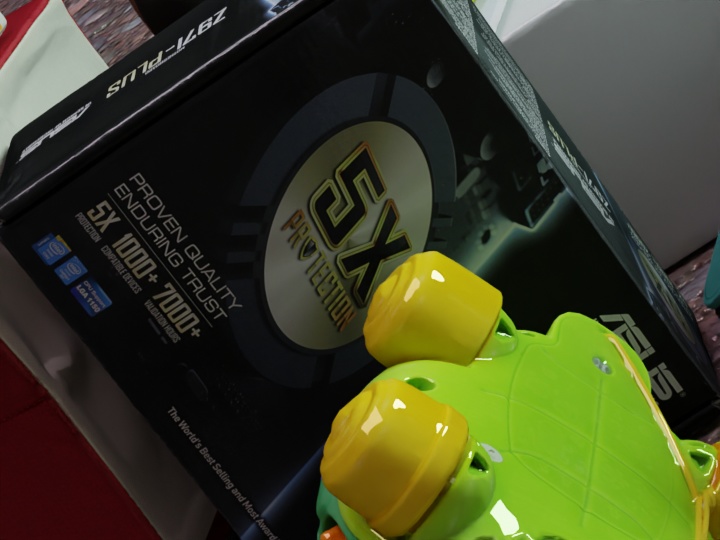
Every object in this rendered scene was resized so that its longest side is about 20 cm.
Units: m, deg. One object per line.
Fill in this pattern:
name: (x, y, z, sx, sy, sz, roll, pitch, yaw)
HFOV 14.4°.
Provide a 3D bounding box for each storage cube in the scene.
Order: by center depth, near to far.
storage cube: (-0.156, 0.032, 1.063, 0.180, 0.171, 0.200, -26, 22, 29)

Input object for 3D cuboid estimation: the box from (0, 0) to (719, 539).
box: (0.000, 0.000, 0.968, 0.164, 0.200, 0.086, -33, 19, 11)

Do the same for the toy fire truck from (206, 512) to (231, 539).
toy fire truck: (-0.052, 0.077, 1.116, 0.141, 0.049, 0.200, -33, 18, 12)

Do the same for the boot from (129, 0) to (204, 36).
boot: (-0.020, -0.044, 1.119, 0.077, 0.200, 0.138, -43, 16, 30)

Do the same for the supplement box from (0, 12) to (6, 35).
supplement box: (-0.240, -0.048, 1.023, 0.200, 0.074, 0.126, -24, 24, 28)

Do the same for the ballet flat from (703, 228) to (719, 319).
ballet flat: (0.178, -0.070, 0.986, 0.069, 0.071, 0.200, -170, 96, -80)

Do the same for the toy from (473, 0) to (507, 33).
toy: (0.001, -0.127, 1.078, 0.115, 0.047, 0.200, -1, 34, 18)

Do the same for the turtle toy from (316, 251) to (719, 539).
turtle toy: (0.045, 0.073, 0.841, 0.101, 0.146, 0.200, -52, 10, 27)

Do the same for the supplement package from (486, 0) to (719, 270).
supplement package: (0.124, -0.091, 1.096, 0.200, 0.117, 0.117, -33, 21, 12)
